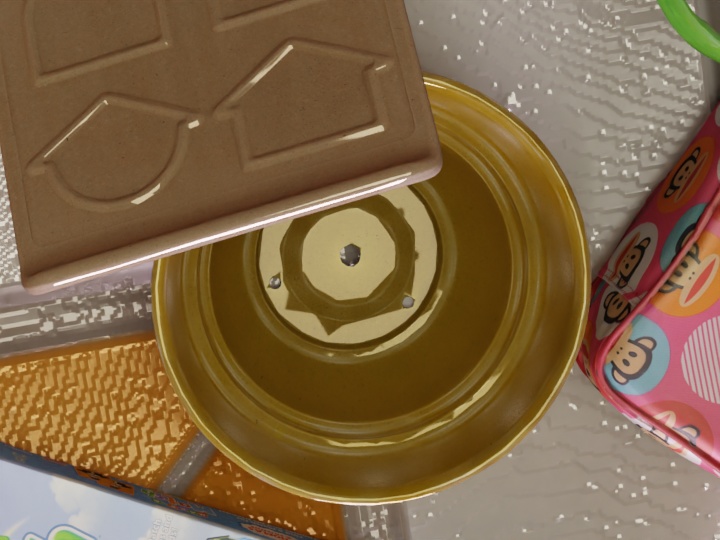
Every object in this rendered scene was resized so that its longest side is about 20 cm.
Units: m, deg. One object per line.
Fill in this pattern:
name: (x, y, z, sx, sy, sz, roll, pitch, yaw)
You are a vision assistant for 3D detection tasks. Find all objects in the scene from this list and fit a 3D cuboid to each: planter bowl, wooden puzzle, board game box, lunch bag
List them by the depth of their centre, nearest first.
wooden puzzle: (-0.068, -0.087, 1.234, 0.185, 0.200, 0.046, -16, 146, 6)
planter bowl: (0.000, 0.000, 1.307, 0.200, 0.083, 0.201, -2, 103, -9)
lunch bag: (0.216, 0.011, 1.344, 0.176, 0.082, 0.200, 34, 94, -14)
board game box: (-0.105, 0.182, 1.354, 0.199, 0.037, 0.152, 18, 99, -11)

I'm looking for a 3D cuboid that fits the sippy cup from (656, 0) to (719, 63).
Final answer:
sippy cup: (0.214, -0.177, 1.286, 0.178, 0.140, 0.130, -35, 116, 23)
